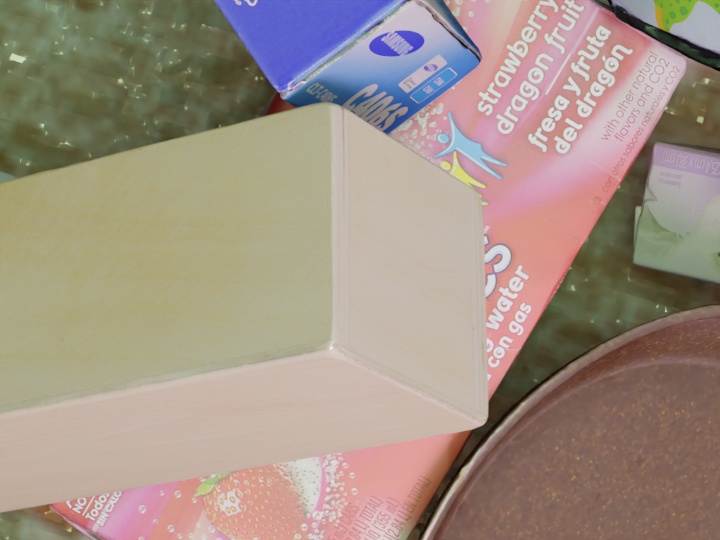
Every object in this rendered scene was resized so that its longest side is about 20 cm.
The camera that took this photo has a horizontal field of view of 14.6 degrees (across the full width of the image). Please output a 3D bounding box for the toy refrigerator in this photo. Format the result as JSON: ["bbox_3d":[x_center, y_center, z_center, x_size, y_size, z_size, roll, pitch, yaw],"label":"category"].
[{"bbox_3d":[-0.072,0.014,0.725,0.199,0.076,0.070,-12,68,30],"label":"toy refrigerator"}]

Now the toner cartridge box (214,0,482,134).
[{"bbox_3d":[-0.047,-0.128,0.724,0.043,0.095,0.200,-36,79,8],"label":"toner cartridge box"}]

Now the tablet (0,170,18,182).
[{"bbox_3d":[-0.206,0.003,0.844,0.199,0.014,0.131,20,93,-3],"label":"tablet"}]

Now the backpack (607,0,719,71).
[{"bbox_3d":[0.162,-0.097,0.745,0.199,0.163,0.154,4,116,26],"label":"backpack"}]

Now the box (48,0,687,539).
[{"bbox_3d":[0.000,0.000,0.810,0.095,0.100,0.200,31,92,-4],"label":"box"}]

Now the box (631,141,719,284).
[{"bbox_3d":[0.175,0.000,0.800,0.199,0.041,0.039,13,97,27],"label":"box"}]

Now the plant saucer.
[{"bbox_3d":[0.087,0.100,0.822,0.200,0.037,0.201,-9,110,-25],"label":"plant saucer"}]
